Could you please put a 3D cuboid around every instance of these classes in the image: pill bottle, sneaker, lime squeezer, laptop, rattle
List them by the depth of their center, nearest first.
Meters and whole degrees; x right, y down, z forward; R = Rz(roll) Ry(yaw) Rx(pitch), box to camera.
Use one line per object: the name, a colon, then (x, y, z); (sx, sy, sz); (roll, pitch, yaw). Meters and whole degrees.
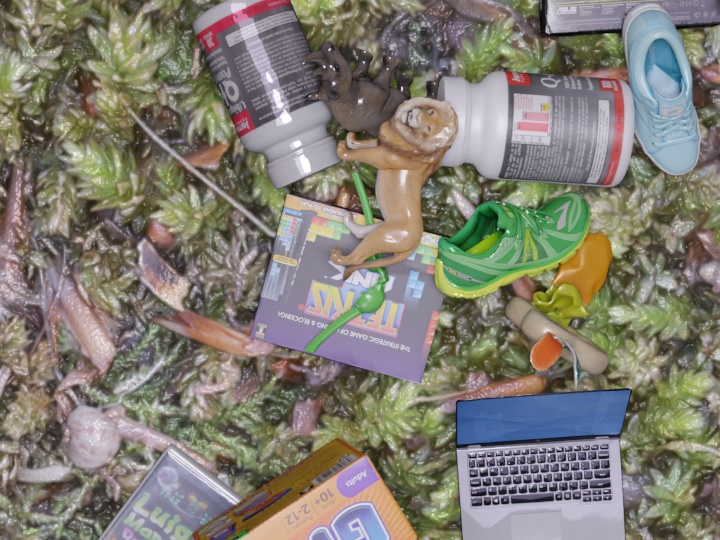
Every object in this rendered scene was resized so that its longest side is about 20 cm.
rattle: (0.230, 0.039, 1.394); (0.143, 0.200, 0.130); (-41, 79, 7)
sneaker: (0.319, -0.177, 1.409); (0.073, 0.082, 0.201); (-17, 119, 12)
pill bottle: (0.182, -0.152, 1.418); (0.198, 0.116, 0.117); (4, 95, -4)
sneaker: (0.167, -0.038, 1.425); (0.199, 0.074, 0.084); (-27, 129, -21)
pill bottle: (-0.093, -0.195, 1.431); (0.110, 0.111, 0.201); (-23, 93, 3)
lime squeezer: (0.000, 0.000, 1.434); (0.070, 0.038, 0.201); (19, 97, 32)
laptop: (0.200, 0.224, 1.456); (0.186, 0.116, 0.202); (-4, 95, 2)

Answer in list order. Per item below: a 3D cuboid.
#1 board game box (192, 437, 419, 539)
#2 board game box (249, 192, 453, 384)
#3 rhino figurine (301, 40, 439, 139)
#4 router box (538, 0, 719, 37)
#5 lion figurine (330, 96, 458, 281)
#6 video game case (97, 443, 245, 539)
board game box: (-0.040, 0.322, 1.410); (0.199, 0.200, 0.201); (-32, 94, -9)
board game box: (-0.006, 0.019, 1.474); (0.199, 0.057, 0.167); (14, 94, 0)
rhino figurine: (0.007, -0.186, 1.409); (0.060, 0.199, 0.088); (16, 88, 42)
router box: (0.288, -0.333, 1.434); (0.198, 0.062, 0.151); (-3, 96, 2)
lion figurine: (0.037, -0.080, 1.372); (0.122, 0.072, 0.202); (6, 107, 15)
video game case: (-0.192, 0.329, 1.521); (0.200, 0.023, 0.182); (37, 94, -2)
